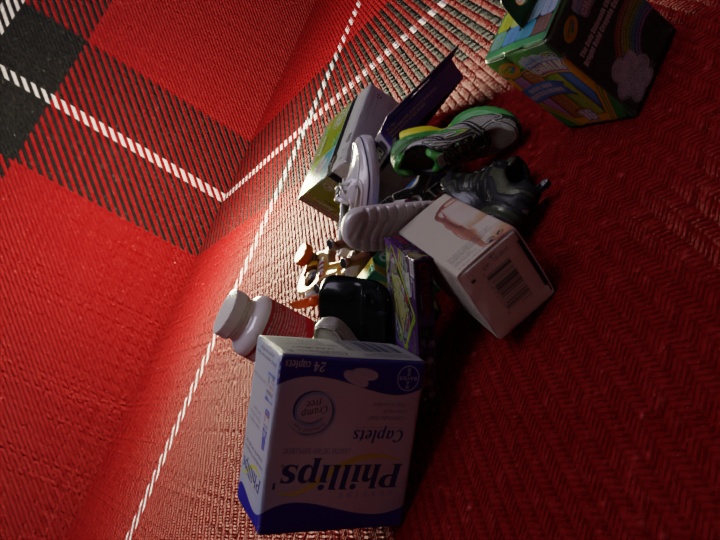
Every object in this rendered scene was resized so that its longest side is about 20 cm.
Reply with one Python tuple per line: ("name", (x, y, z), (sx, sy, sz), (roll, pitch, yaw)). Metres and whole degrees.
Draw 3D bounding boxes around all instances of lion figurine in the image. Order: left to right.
("lion figurine", (0.000, 0.000, 1.006), (0.073, 0.122, 0.201), (48, 133, 27))

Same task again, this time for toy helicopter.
("toy helicopter", (-0.070, 0.013, 1.301), (0.199, 0.078, 0.134), (-13, 53, 58))

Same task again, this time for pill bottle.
("pill bottle", (-0.153, 0.115, 1.189), (0.112, 0.199, 0.113), (-46, 26, 30))

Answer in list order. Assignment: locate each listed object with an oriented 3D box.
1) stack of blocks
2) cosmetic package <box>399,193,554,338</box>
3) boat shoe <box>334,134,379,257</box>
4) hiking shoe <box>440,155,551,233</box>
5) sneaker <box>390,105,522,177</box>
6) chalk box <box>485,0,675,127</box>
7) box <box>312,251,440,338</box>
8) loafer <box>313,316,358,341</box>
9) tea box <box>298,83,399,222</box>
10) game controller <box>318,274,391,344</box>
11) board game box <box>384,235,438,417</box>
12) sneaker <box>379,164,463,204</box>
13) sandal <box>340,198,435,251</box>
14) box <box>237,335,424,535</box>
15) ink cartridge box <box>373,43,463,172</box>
("stack of blocks", (0.048, -0.138, 1.179), (0.200, 0.058, 0.115), (-48, 1, 10))
("cosmetic package", (0.134, -0.013, 0.819), (0.087, 0.104, 0.200), (-40, 24, -1))
("boat shoe", (-0.009, -0.118, 1.083), (0.073, 0.066, 0.203), (175, 93, -74))
("hiking shoe", (0.182, -0.108, 0.909), (0.101, 0.076, 0.200), (-47, 30, 4))
("sneaker", (0.138, -0.176, 0.982), (0.198, 0.079, 0.086), (-15, 34, 19))
("chalk box", (0.239, -0.278, 0.792), (0.126, 0.199, 0.124), (-63, 22, -7))
("box", (0.023, 0.074, 0.959), (0.201, 0.117, 0.048), (-54, 16, 17))
("loafer", (-0.024, 0.160, 0.880), (0.069, 0.202, 0.070), (-7, 16, 33))
("tea box", (-0.003, -0.223, 1.355), (0.196, 0.133, 0.202), (-30, 37, 54))
("game controller", (-0.008, 0.104, 0.916), (0.042, 0.103, 0.202), (-32, -52, -52))
("board game box", (0.063, 0.067, 0.850), (0.120, 0.032, 0.203), (-141, 45, -66))
("sneaker", (0.085, -0.098, 1.072), (0.200, 0.079, 0.089), (-44, -8, -14))
("sandal", (0.062, -0.062, 0.923), (0.050, 0.200, 0.083), (37, 118, 58))
("box", (-0.036, 0.188, 0.791), (0.105, 0.182, 0.203), (-163, 80, -65))
("ink cartridge box", (0.088, -0.259, 1.133), (0.198, 0.043, 0.200), (-48, -1, -21))
